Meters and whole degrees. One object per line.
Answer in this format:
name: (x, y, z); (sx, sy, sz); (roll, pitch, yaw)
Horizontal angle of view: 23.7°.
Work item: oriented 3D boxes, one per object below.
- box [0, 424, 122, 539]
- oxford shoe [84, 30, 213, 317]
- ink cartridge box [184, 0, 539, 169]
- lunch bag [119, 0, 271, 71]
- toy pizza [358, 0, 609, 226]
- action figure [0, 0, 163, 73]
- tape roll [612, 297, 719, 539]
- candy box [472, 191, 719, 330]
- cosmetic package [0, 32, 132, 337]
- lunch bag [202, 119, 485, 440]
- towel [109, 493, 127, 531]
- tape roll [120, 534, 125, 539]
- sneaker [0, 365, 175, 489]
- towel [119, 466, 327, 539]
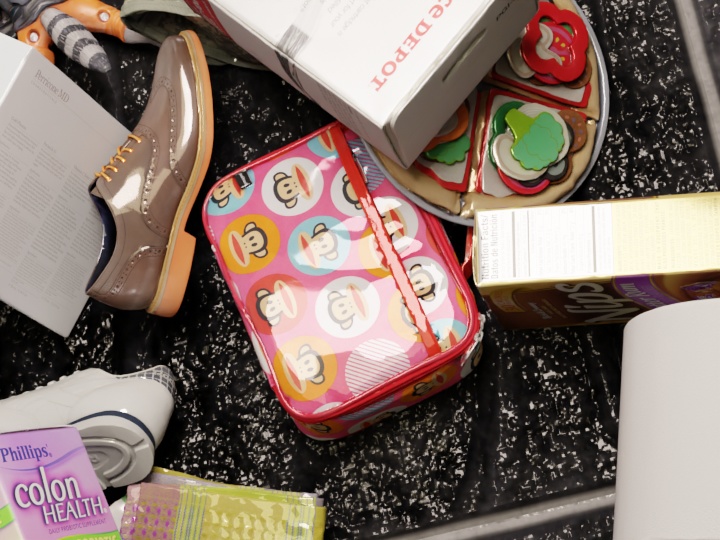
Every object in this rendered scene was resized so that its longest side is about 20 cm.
box: (-0.222, 0.221, 1.011); (0.175, 0.097, 0.201); (-30, 77, 21)
oxford shoe: (-0.149, -0.071, 1.195); (0.072, 0.071, 0.202); (8, 88, -21)
ink cartridge box: (-0.005, -0.184, 1.108); (0.200, 0.083, 0.147); (39, 83, 20)
lunch bag: (-0.064, -0.233, 1.240); (0.198, 0.118, 0.165); (13, 79, 11)
toy pizza: (0.085, -0.130, 1.167); (0.198, 0.032, 0.202); (4, 80, -20)
action figure: (-0.220, -0.221, 1.287); (0.200, 0.105, 0.194); (-42, 79, 3)
tape roll: (0.253, 0.107, 1.022); (0.201, 0.203, 0.141); (2, 76, 14)
candy box: (0.180, -0.005, 1.117); (0.198, 0.117, 0.057); (-3, 73, 14)
cosmetic package: (-0.230, -0.056, 1.187); (0.051, 0.200, 0.152); (26, 82, 26)
lunch bag: (0.000, 0.000, 1.183); (0.175, 0.082, 0.201); (-25, 69, 1)
towel: (-0.196, 0.269, 1.182); (0.200, 0.023, 0.153); (-38, 70, 1)
tape roll: (-0.236, 0.246, 1.115); (0.198, 0.085, 0.202); (-1, 89, 26)
sneaker: (-0.221, 0.113, 1.214); (0.198, 0.077, 0.081); (-7, 41, 22)
towel: (-0.101, 0.237, 1.144); (0.142, 0.023, 0.202); (5, 78, 14)
